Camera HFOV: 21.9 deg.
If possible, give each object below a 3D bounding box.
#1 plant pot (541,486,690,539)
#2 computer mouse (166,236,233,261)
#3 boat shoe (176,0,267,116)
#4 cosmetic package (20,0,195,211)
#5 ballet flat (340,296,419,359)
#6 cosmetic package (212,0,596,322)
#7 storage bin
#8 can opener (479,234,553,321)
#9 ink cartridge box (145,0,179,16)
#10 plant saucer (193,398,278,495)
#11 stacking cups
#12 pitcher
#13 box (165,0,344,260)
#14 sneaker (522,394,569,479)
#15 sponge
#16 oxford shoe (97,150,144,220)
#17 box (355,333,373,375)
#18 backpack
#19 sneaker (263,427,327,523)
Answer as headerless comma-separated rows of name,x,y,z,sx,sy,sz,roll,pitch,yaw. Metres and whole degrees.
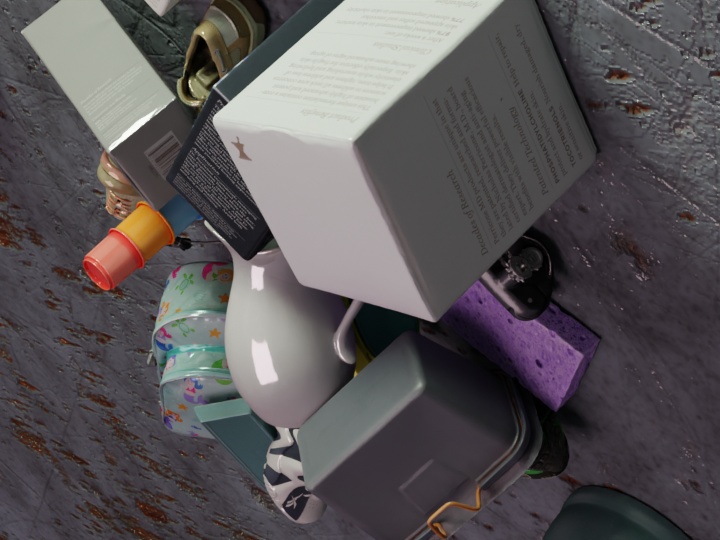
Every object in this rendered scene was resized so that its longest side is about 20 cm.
plant pot,0.236,0.325,1.767,0.200,0.134,0.201,34,151,22
computer mouse,-0.146,-0.017,1.872,0.198,0.034,0.059,8,168,15
boat shoe,-0.136,-0.175,1.678,0.072,0.076,0.200,38,153,15
cosmetic package,-0.224,-0.164,1.732,0.200,0.090,0.107,48,176,38
ballet flat,0.000,0.000,1.754,0.201,0.067,0.067,64,170,-27
cosmetic package,0.035,-0.099,1.388,0.167,0.200,0.167,15,140,48
storage bin,0.043,0.160,1.673,0.134,0.200,0.146,32,-153,-30
can opener,0.087,-0.038,1.551,0.200,0.063,0.079,48,149,-3
ink cartridge box,-0.163,-0.310,1.534,0.117,0.067,0.200,46,154,1
plant saucer,-0.104,0.187,1.946,0.069,0.019,0.200,-12,146,17
stacking cups,-0.181,-0.061,1.764,0.060,0.200,0.061,35,150,24
pitcher,-0.051,0.043,1.694,0.171,0.121,0.201,12,123,37
box,-0.061,-0.121,1.559,0.107,0.148,0.200,45,154,1
sneaker,0.137,0.161,1.766,0.085,0.078,0.200,51,164,-25
sponge,0.116,0.034,1.652,0.200,0.030,0.112,39,154,15
oxford shoe,-0.222,-0.078,1.845,0.071,0.074,0.200,39,-173,10
box,0.010,0.085,1.834,0.050,0.075,0.201,-7,121,56
backpack,-0.133,0.085,1.950,0.176,0.151,0.201,8,139,6
sneaker,-0.029,0.207,1.890,0.129,0.079,0.200,38,136,37
